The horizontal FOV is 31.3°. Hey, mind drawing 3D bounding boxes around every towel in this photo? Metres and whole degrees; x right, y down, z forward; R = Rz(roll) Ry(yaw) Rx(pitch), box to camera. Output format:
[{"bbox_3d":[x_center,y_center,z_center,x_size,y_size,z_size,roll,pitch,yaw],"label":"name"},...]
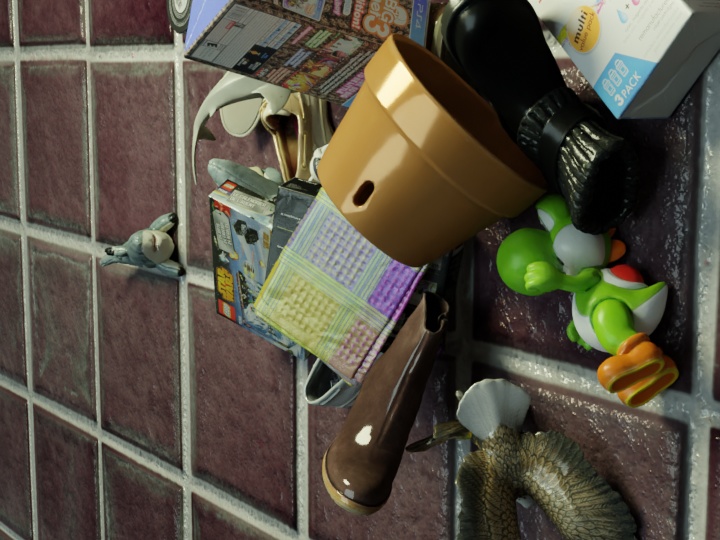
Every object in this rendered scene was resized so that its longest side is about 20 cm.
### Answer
[{"bbox_3d":[-0.015,0.006,1.313,0.143,0.023,0.200,35,112,12],"label":"towel"}]

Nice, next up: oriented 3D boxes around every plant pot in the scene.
[{"bbox_3d":[0.055,-0.098,1.182,0.140,0.200,0.200,-45,56,18],"label":"plant pot"}]

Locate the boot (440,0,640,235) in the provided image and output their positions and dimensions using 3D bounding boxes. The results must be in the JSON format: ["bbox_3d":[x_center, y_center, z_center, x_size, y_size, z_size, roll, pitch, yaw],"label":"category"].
[{"bbox_3d":[0.157,-0.138,1.087,0.079,0.211,0.158,-35,47,8],"label":"boot"}]

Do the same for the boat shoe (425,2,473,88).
[{"bbox_3d":[0.072,-0.169,1.302,0.068,0.072,0.201,32,111,52],"label":"boat shoe"}]

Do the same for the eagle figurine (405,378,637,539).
[{"bbox_3d":[0.150,0.209,1.201,0.152,0.151,0.200,-51,44,33],"label":"eagle figurine"}]

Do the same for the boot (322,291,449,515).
[{"bbox_3d":[0.029,0.123,1.241,0.200,0.072,0.167,-70,4,-64],"label":"boot"}]

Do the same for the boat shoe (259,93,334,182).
[{"bbox_3d":[-0.081,-0.183,1.505,0.074,0.069,0.201,-39,64,50],"label":"boat shoe"}]

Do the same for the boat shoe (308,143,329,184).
[{"bbox_3d":[-0.018,-0.109,1.383,0.200,0.070,0.071,138,131,-69],"label":"boat shoe"}]

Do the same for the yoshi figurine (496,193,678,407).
[{"bbox_3d":[0.187,0.027,1.134,0.200,0.112,0.113,64,147,30],"label":"yoshi figurine"}]

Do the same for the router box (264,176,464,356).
[{"bbox_3d":[0.000,0.000,1.352,0.199,0.051,0.150,17,112,17],"label":"router box"}]

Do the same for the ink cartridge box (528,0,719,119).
[{"bbox_3d":[0.214,-0.237,1.085,0.200,0.068,0.115,60,138,30],"label":"ink cartridge box"}]

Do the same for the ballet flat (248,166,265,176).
[{"bbox_3d":[-0.119,-0.041,1.584,0.070,0.069,0.200,-56,52,43],"label":"ballet flat"}]

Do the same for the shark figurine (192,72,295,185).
[{"bbox_3d":[-0.115,-0.186,1.405,0.214,0.128,0.090,-26,51,9],"label":"shark figurine"}]

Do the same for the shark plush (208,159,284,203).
[{"bbox_3d":[-0.095,-0.061,1.498,0.200,0.091,0.083,44,172,27],"label":"shark plush"}]

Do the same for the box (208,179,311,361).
[{"bbox_3d":[-0.109,0.002,1.502,0.137,0.040,0.200,27,141,20],"label":"box"}]

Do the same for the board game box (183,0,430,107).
[{"bbox_3d":[-0.054,-0.254,1.283,0.159,0.199,0.097,-25,54,62],"label":"board game box"}]

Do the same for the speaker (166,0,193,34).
[{"bbox_3d":[-0.105,-0.292,1.412,0.081,0.199,0.082,6,97,59],"label":"speaker"}]

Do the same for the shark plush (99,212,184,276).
[{"bbox_3d":[-0.331,-0.039,1.865,0.200,0.083,0.091,8,102,54],"label":"shark plush"}]

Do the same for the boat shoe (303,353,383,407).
[{"bbox_3d":[-0.007,0.086,1.442,0.200,0.068,0.072,-52,54,44],"label":"boat shoe"}]

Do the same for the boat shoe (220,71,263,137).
[{"bbox_3d":[-0.130,-0.264,1.586,0.067,0.057,0.201,16,117,15],"label":"boat shoe"}]
